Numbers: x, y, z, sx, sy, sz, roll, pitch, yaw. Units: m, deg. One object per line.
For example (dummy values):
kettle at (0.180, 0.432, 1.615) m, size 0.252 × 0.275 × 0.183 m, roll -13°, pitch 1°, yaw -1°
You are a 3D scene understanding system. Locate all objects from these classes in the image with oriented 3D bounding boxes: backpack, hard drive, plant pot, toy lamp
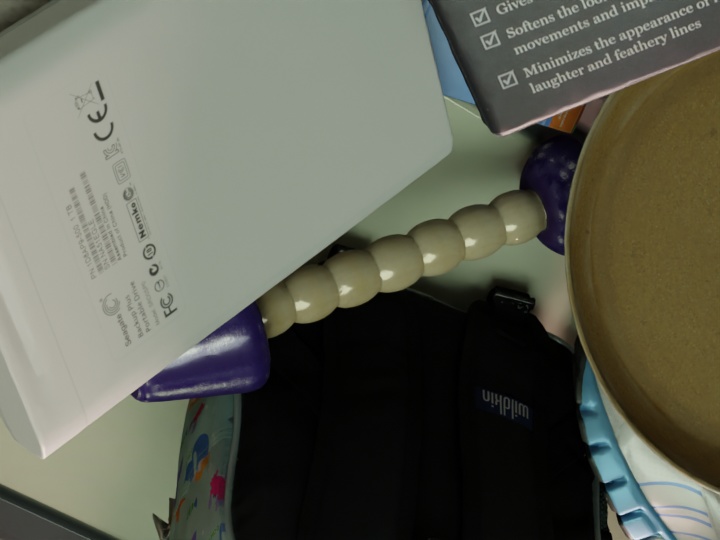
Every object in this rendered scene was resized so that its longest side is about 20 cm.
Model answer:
backpack at (0.007, 0.111, 0.766) m, size 0.177 × 0.201 × 0.151 m, roll 17°, pitch 125°, yaw -14°
hard drive at (-0.055, -0.046, 0.645) m, size 0.200 × 0.027 × 0.132 m, roll -37°, pitch 130°, yaw -28°
plant pot at (0.170, -0.008, 0.743) m, size 0.199 × 0.027 × 0.202 m, roll 0°, pitch 88°, yaw -13°
toy lamp at (0.000, 0.000, 0.733) m, size 0.199 × 0.058 × 0.059 m, roll -21°, pitch 128°, yaw -22°

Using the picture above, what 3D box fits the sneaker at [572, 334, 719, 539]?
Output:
sneaker at (0.156, 0.099, 0.777) m, size 0.086 × 0.075 × 0.201 m, roll -27°, pitch 100°, yaw 20°

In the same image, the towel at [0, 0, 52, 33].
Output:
towel at (-0.077, -0.095, 0.646) m, size 0.199 × 0.034 × 0.133 m, roll -10°, pitch 114°, yaw -42°

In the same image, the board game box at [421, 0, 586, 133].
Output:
board game box at (0.069, -0.150, 0.701) m, size 0.102 × 0.019 × 0.201 m, roll 16°, pitch 122°, yaw -11°

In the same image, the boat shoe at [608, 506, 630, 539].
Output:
boat shoe at (0.139, 0.107, 0.865) m, size 0.072 × 0.063 × 0.201 m, roll 8°, pitch 118°, yaw 34°

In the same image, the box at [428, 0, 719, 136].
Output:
box at (0.070, -0.171, 0.611) m, size 0.148 × 0.107 × 0.201 m, roll -20°, pitch 123°, yaw 11°
